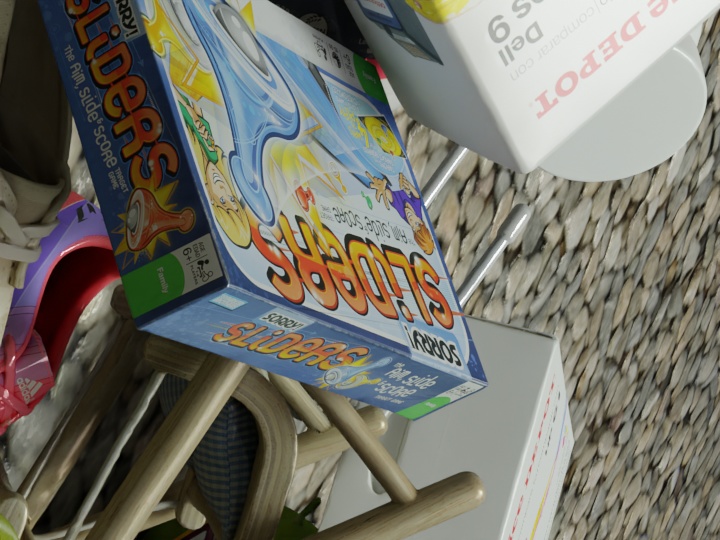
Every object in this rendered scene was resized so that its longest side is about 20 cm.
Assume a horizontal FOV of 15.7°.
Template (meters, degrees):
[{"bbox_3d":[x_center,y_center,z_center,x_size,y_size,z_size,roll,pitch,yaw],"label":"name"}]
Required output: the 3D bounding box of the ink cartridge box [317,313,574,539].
[{"bbox_3d":[0.042,0.114,1.241,0.200,0.084,0.145,66,39,-71],"label":"ink cartridge box"}]

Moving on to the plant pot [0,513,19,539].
[{"bbox_3d":[-0.208,0.092,0.751,0.200,0.193,0.201,-52,156,-34],"label":"plant pot"}]

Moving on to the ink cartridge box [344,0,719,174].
[{"bbox_3d":[0.049,-0.158,0.927,0.145,0.087,0.200,-40,128,-13],"label":"ink cartridge box"}]

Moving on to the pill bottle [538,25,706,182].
[{"bbox_3d":[0.105,-0.146,1.288,0.117,0.116,0.200,92,-9,-46],"label":"pill bottle"}]

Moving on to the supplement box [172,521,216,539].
[{"bbox_3d":[-0.090,0.202,1.161,0.110,0.086,0.200,-35,-168,11],"label":"supplement box"}]

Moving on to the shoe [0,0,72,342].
[{"bbox_3d":[-0.123,-0.050,0.850,0.070,0.053,0.200,-15,110,-71],"label":"shoe"}]

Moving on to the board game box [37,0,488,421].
[{"bbox_3d":[-0.030,-0.029,0.876,0.034,0.136,0.200,-26,160,19],"label":"board game box"}]

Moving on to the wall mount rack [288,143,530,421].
[{"bbox_3d":[0.000,0.000,1.252,0.200,0.173,0.075,65,8,-65],"label":"wall mount rack"}]

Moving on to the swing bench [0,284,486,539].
[{"bbox_3d":[-0.082,0.090,1.037,0.200,0.130,0.199,-39,-168,-6],"label":"swing bench"}]

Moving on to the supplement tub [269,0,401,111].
[{"bbox_3d":[-0.020,-0.171,1.025,0.140,0.140,0.200,-27,136,-61],"label":"supplement tub"}]

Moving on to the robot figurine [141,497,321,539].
[{"bbox_3d":[-0.071,0.201,1.348,0.175,0.116,0.200,-10,128,-32],"label":"robot figurine"}]

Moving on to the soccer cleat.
[{"bbox_3d":[-0.161,0.046,1.001,0.200,0.073,0.068,-57,158,-26],"label":"soccer cleat"}]
